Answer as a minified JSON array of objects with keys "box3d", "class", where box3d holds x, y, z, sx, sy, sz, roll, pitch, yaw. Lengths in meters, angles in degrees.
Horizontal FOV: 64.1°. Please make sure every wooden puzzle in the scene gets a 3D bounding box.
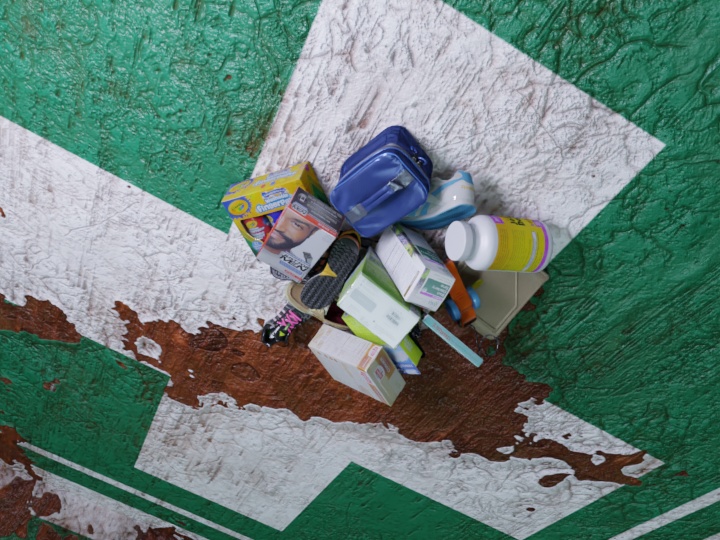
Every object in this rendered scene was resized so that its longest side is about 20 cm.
[{"box3d":[0.279,0.032,1.246,0.183,0.037,0.201,34,111,-15],"class":"wooden puzzle"}]

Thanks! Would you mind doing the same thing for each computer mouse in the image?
[{"box3d":[0.000,0.000,1.314,0.107,0.044,0.203,11,129,9],"class":"computer mouse"}]

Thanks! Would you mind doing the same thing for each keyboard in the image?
[{"box3d":[0.101,0.129,1.351,0.103,0.040,0.202,1,135,44],"class":"keyboard"}]

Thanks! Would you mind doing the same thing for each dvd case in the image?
[{"box3d":[0.165,0.127,1.183,0.145,0.200,0.022,39,88,-6],"class":"dvd case"}]

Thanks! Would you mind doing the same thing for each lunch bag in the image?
[{"box3d":[0.047,-0.166,1.097,0.198,0.134,0.136,-32,117,35],"class":"lunch bag"}]

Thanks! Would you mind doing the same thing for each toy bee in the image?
[{"box3d":[0.201,0.079,1.199,0.128,0.205,0.109,-7,176,-7],"class":"toy bee"}]

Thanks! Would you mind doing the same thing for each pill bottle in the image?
[{"box3d":[0.265,-0.051,1.111,0.195,0.106,0.105,2,137,-23],"class":"pill bottle"}]

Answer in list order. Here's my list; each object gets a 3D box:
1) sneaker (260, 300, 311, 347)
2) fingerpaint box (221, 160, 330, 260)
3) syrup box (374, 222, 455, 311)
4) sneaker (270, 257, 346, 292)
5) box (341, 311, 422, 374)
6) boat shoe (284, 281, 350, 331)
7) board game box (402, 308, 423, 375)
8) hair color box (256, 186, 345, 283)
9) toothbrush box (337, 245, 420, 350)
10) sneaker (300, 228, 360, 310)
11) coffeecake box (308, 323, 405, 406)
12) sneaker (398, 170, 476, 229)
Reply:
[{"box3d":[-0.185,0.134,1.446,0.074,0.088,0.198,41,128,-21],"class":"sneaker"},{"box3d":[-0.169,-0.122,1.232,0.196,0.074,0.169,-11,127,22],"class":"fingerpaint box"},{"box3d":[0.104,-0.014,1.150,0.077,0.201,0.082,19,113,-28],"class":"syrup box"},{"box3d":[-0.110,-0.002,1.313,0.195,0.083,0.073,15,95,12],"class":"sneaker"},{"box3d":[0.057,0.161,1.349,0.120,0.048,0.201,-7,130,45],"class":"box"},{"box3d":[-0.087,0.082,1.376,0.197,0.075,0.066,28,165,-22],"class":"boat shoe"},{"box3d":[0.073,0.167,1.435,0.148,0.047,0.203,10,132,7],"class":"board game box"},{"box3d":[-0.124,-0.065,1.153,0.109,0.065,0.200,30,141,-11],"class":"hair color box"},{"box3d":[0.043,0.049,1.161,0.145,0.200,0.087,38,105,-5],"class":"toothbrush box"},{"box3d":[-0.056,-0.003,1.223,0.069,0.090,0.201,33,119,-4],"class":"sneaker"},{"box3d":[-0.009,0.225,1.384,0.197,0.073,0.155,16,148,42],"class":"coffeecake box"},{"box3d":[0.149,-0.134,1.140,0.075,0.083,0.198,13,162,-37],"class":"sneaker"}]
